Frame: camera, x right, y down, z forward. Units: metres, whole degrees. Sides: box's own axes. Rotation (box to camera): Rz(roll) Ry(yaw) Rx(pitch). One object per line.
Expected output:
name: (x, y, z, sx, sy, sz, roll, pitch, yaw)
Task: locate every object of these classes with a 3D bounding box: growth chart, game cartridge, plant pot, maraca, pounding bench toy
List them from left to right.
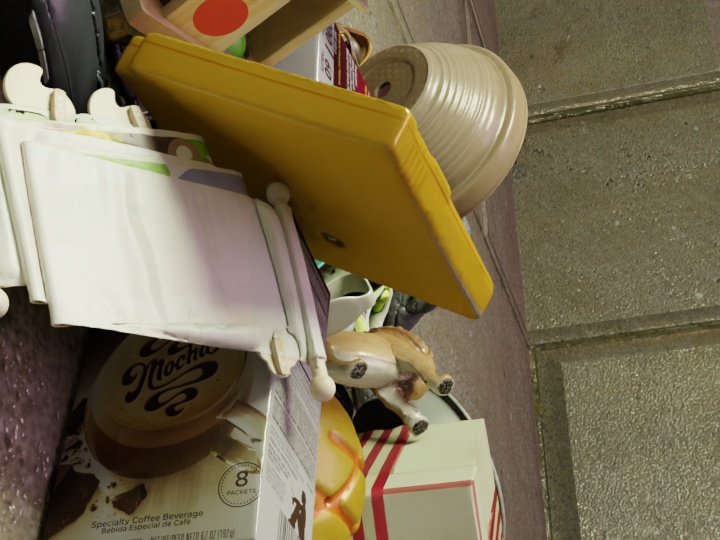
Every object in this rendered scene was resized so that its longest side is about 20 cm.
growth chart: (-0.098, -0.021, 0.533, 0.199, 0.018, 0.146, 17, 50, -37)
maraca: (-0.059, 0.159, 0.684, 0.137, 0.106, 0.202, 0, 107, -73)
pounding bench toy: (-0.048, -0.192, 0.713, 0.199, 0.155, 0.125, 25, 38, -54)
game cartridge: (-0.024, -0.050, 0.629, 0.033, 0.175, 0.200, -61, 153, -16)
plant pot: (0.045, -0.137, 1.038, 0.093, 0.199, 0.203, 41, 39, -44)

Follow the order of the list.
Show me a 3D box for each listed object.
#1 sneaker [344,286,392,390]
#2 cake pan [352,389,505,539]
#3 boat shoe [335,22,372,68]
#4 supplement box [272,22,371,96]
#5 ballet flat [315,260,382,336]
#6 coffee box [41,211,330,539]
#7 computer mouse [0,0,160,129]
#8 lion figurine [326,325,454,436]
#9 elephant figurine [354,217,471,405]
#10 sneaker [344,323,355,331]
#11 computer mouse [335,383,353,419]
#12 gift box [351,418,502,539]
sneaker: (-0.010, 0.005, 1.023, 0.075, 0.076, 0.202, 28, 53, -71)
cake pan: (0.048, 0.192, 0.996, 0.036, 0.200, 0.203, -13, 96, -32)
boat shoe: (-0.034, -0.203, 1.063, 0.200, 0.067, 0.073, -54, 134, -71)
supplement box: (-0.023, -0.091, 0.836, 0.200, 0.060, 0.110, 57, 29, -57)
ballet flat: (0.000, 0.000, 0.781, 0.070, 0.199, 0.068, 34, -29, 39)
coffee box: (-0.084, 0.073, 0.597, 0.080, 0.112, 0.201, 66, 20, -47)
computer mouse: (-0.144, -0.124, 0.604, 0.141, 0.046, 0.202, -77, 155, -57)
lion figurine: (-0.010, 0.071, 0.875, 0.199, 0.073, 0.122, 20, 13, -37)
elephant figurine: (0.039, 0.005, 1.117, 0.155, 0.140, 0.201, 49, 41, -35)
sneaker: (-0.032, -0.035, 0.953, 0.077, 0.075, 0.202, 62, 24, -59)
computer mouse: (-0.055, 0.111, 0.865, 0.059, 0.034, 0.200, 53, 16, 12)
gift box: (0.030, 0.229, 0.832, 0.187, 0.183, 0.202, -36, 112, -77)
